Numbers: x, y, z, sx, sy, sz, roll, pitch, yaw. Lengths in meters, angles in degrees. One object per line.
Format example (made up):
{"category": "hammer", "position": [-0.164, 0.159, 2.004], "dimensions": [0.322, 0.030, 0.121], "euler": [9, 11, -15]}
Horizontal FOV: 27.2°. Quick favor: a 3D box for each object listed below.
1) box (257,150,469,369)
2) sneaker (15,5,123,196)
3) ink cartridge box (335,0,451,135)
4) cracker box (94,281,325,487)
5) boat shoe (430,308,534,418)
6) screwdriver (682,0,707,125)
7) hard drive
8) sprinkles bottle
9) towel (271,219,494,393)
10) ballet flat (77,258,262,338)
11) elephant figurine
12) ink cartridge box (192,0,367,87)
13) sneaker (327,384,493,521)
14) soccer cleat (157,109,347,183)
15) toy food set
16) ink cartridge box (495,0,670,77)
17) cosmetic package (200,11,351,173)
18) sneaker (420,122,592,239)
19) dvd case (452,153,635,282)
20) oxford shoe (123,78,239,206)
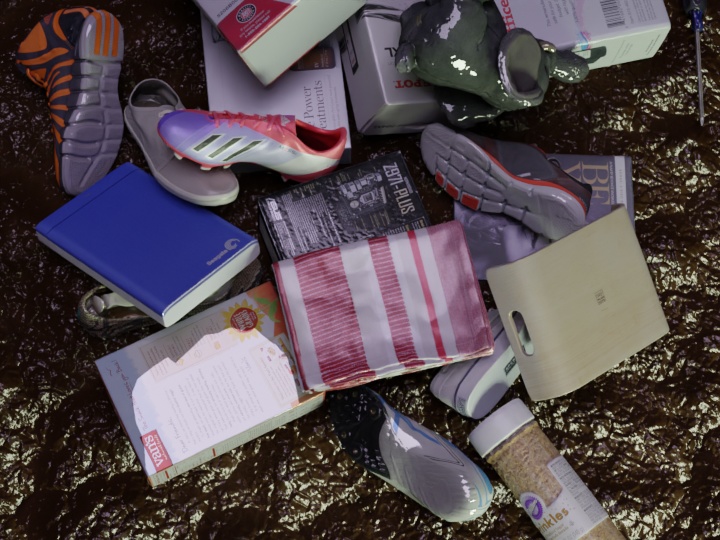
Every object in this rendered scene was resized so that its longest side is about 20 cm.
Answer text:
{"category": "box", "position": [0.000, 0.000, 1.551], "dimensions": [0.163, 0.086, 0.201], "euler": [-20, 75, -10]}
{"category": "sneaker", "position": [-0.316, -0.184, 1.603], "dimensions": [0.112, 0.077, 0.201], "euler": [12, 94, 35]}
{"category": "ink cartridge box", "position": [0.055, -0.258, 1.616], "dimensions": [0.145, 0.084, 0.201], "euler": [-7, 75, -25]}
{"category": "cracker box", "position": [-0.152, 0.115, 1.519], "dimensions": [0.199, 0.058, 0.134], "euler": [-24, 73, -12]}
{"category": "boat shoe", "position": [0.150, 0.070, 1.552], "dimensions": [0.066, 0.072, 0.200], "euler": [25, 64, 37]}
{"category": "screwdriver", "position": [0.386, -0.257, 1.693], "dimensions": [0.029, 0.028, 0.201], "euler": [7, 71, -32]}
{"category": "hard drive", "position": [-0.219, -0.031, 1.524], "dimensions": [0.200, 0.025, 0.132], "euler": [31, 55, 31]}
{"category": "sprinkles bottle", "position": [0.194, 0.226, 1.499], "dimensions": [0.068, 0.068, 0.200], "euler": [-35, 77, -13]}
{"category": "towel", "position": [0.023, 0.035, 1.485], "dimensions": [0.199, 0.023, 0.145], "euler": [-12, 73, -8]}
{"category": "ballet flat", "position": [-0.196, 0.021, 1.537], "dimensions": [0.199, 0.075, 0.068], "euler": [-16, 76, -9]}
{"category": "elephant figurine", "position": [0.139, -0.210, 1.523], "dimensions": [0.155, 0.142, 0.200], "euler": [-45, 110, 6]}
{"category": "ink cartridge box", "position": [-0.111, -0.318, 1.568], "dimensions": [0.145, 0.083, 0.200], "euler": [-41, 61, 3]}
{"category": "sneaker", "position": [0.049, 0.185, 1.513], "dimensions": [0.200, 0.072, 0.072], "euler": [38, 102, 21]}
{"category": "soccer cleat", "position": [-0.109, -0.138, 1.518], "dimensions": [0.199, 0.077, 0.067], "euler": [13, 44, -29]}
{"category": "toy food set", "position": [0.225, 0.029, 1.526], "dimensions": [0.200, 0.060, 0.144], "euler": [-26, 99, -36]}
{"category": "ink cartridge box", "position": [0.224, -0.301, 1.665], "dimensions": [0.199, 0.083, 0.146], "euler": [-12, 74, -8]}
{"category": "cosmetic package", "position": [-0.095, -0.210, 1.634], "dimensions": [0.150, 0.052, 0.201], "euler": [-7, 72, -3]}
{"category": "sneaker", "position": [0.159, -0.106, 1.601], "dimensions": [0.200, 0.077, 0.082], "euler": [31, 46, 7]}
{"category": "dvd case", "position": [0.200, -0.057, 1.619], "dimensions": [0.199, 0.016, 0.149], "euler": [2, 71, -3]}
{"category": "oxford shoe", "position": [-0.191, -0.136, 1.558], "dimensions": [0.075, 0.058, 0.200], "euler": [-14, 45, -31]}
